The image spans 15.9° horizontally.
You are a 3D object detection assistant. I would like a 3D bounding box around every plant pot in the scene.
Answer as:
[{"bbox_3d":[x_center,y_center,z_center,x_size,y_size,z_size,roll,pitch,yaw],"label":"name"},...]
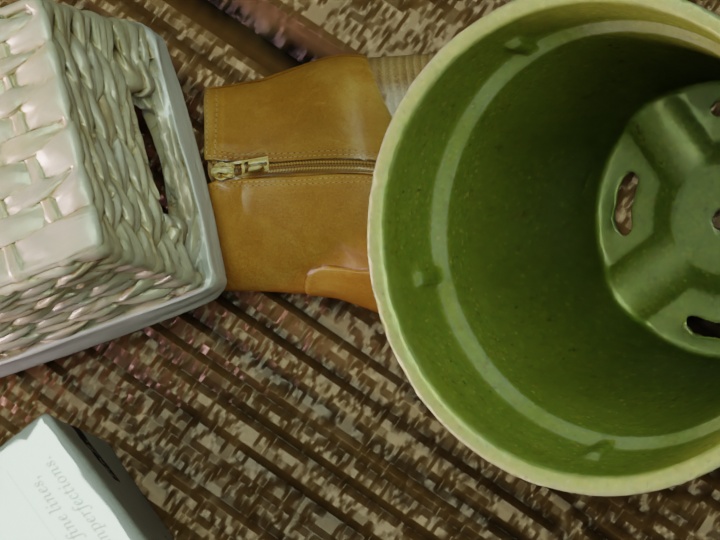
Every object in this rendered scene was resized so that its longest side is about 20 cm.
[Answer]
[{"bbox_3d":[0.129,-0.017,1.092,0.200,0.184,0.201,2,95,24],"label":"plant pot"}]

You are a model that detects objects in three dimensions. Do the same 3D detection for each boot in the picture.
[{"bbox_3d":[0.000,-0.001,1.184,0.143,0.071,0.202,-12,76,11],"label":"boot"}]

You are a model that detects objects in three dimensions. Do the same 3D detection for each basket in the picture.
[{"bbox_3d":[-0.182,-0.027,1.155,0.199,0.123,0.136,-19,78,17],"label":"basket"}]

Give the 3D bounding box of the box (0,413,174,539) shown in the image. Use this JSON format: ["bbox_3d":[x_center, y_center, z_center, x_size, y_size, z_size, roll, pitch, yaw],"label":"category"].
[{"bbox_3d":[-0.145,0.203,1.128,0.200,0.131,0.199,-37,79,0],"label":"box"}]
